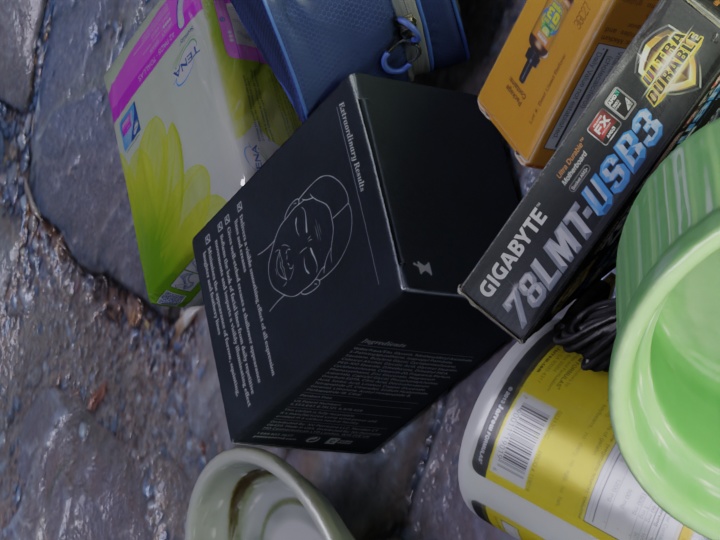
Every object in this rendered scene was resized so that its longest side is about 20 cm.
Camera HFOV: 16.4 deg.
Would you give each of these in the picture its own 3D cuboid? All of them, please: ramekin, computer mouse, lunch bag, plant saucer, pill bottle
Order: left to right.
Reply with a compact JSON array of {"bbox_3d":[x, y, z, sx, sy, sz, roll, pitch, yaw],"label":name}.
[{"bbox_3d":[-0.039,0.204,1.555,0.200,0.050,0.201,25,120,51],"label":"plant saucer"},{"bbox_3d":[-0.011,-0.192,1.516,0.136,0.132,0.200,71,171,-47],"label":"lunch bag"},{"bbox_3d":[0.155,0.111,1.218,0.200,0.112,0.112,27,109,28],"label":"pill bottle"},{"bbox_3d":[0.177,-0.013,1.222,0.140,0.200,0.046,-31,101,42],"label":"computer mouse"},{"bbox_3d":[0.201,0.019,1.059,0.200,0.200,0.098,-58,19,32],"label":"ramekin"}]

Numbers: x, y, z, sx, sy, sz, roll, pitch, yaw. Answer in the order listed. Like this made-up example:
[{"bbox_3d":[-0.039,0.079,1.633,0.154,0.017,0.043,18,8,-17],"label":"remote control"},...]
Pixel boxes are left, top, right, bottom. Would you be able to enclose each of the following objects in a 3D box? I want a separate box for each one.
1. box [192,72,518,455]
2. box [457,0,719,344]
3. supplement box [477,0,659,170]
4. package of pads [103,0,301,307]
[{"bbox_3d":[0.000,0.000,1.508,0.200,0.107,0.149,-43,51,45],"label":"box"},{"bbox_3d":[0.151,-0.076,1.232,0.050,0.198,0.200,39,123,12],"label":"box"},{"bbox_3d":[0.141,-0.151,1.366,0.200,0.069,0.067,-61,39,26],"label":"supplement box"},{"bbox_3d":[-0.103,-0.096,1.712,0.155,0.068,0.200,-45,50,44],"label":"package of pads"}]
